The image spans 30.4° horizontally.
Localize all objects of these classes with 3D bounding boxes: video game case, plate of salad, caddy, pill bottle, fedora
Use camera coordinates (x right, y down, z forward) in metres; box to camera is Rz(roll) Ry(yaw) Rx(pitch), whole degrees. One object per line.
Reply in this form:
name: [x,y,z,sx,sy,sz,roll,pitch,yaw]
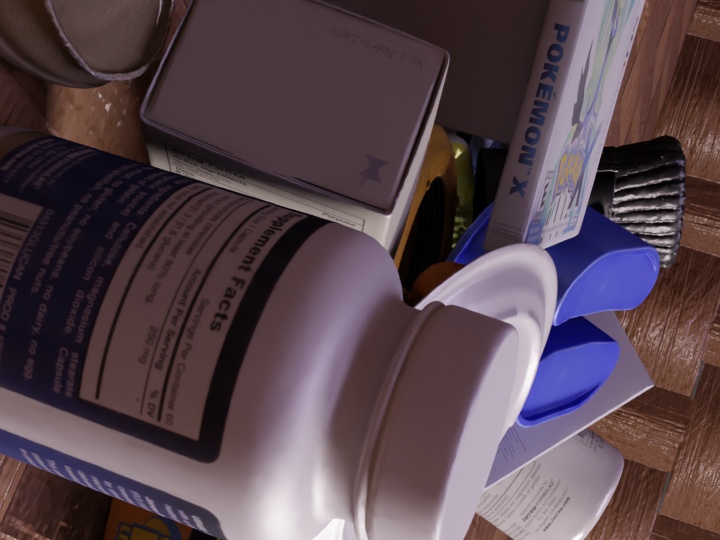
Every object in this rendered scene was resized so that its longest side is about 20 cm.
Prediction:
video game case: [0.117,-0.102,0.697,0.200,0.022,0.185,-15,121,-72]
plate of salad: [0.023,0.069,0.627,0.200,0.048,0.201,-40,150,-28]
caddy: [0.113,0.018,0.889,0.199,0.104,0.143,-5,121,-58]
pill bottle: [0.114,0.147,1.131,0.115,0.199,0.114,-55,178,-3]
pill bottle: [-0.052,0.029,0.452,0.111,0.198,0.112,17,90,-75]
fedora: [0.000,0.000,0.829,0.200,0.081,0.203,15,90,-75]

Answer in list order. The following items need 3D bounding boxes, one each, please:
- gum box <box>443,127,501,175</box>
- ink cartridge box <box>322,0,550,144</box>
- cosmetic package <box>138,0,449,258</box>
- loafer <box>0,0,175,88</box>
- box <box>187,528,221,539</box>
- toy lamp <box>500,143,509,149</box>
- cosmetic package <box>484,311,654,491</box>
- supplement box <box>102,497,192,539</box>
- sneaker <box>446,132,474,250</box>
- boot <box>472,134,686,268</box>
gum box: [0.079,-0.047,1.129,0.200,0.044,0.172,-14,119,-72]
ink cartridge box: [0.051,-0.140,0.740,0.200,0.143,0.085,-34,138,-66]
cosmetic package: [-0.029,-0.037,0.575,0.200,0.102,0.074,105,7,-71]
loafer: [-0.091,-0.117,0.408,0.200,0.068,0.076,71,39,-65]
box: [-0.043,0.166,0.677,0.201,0.047,0.195,74,37,-60]
toy lamp: [0.125,-0.089,1.064,0.200,0.058,0.059,67,42,-64]
cosmetic package: [0.112,0.107,1.019,0.198,0.086,0.108,-25,171,-26]
supplement box: [-0.075,0.144,0.747,0.200,0.068,0.067,4,101,-76]
sneaker: [0.053,0.000,0.985,0.075,0.076,0.203,6,102,-29]
boot: [0.164,-0.018,1.032,0.212,0.155,0.080,92,-6,-56]
